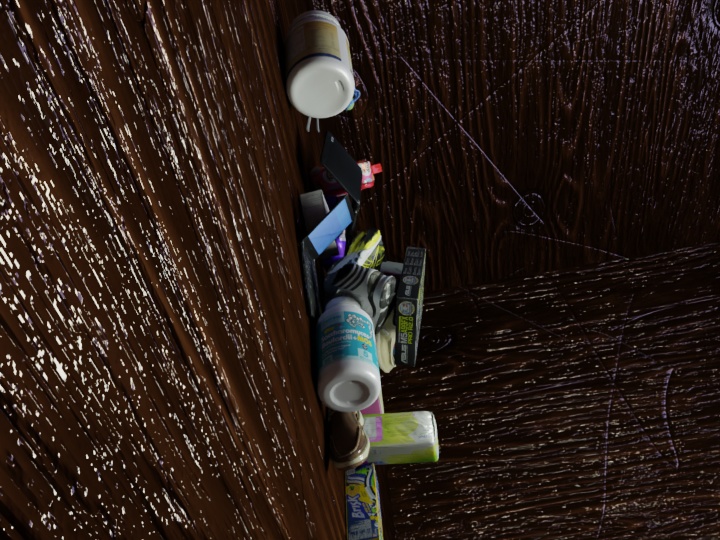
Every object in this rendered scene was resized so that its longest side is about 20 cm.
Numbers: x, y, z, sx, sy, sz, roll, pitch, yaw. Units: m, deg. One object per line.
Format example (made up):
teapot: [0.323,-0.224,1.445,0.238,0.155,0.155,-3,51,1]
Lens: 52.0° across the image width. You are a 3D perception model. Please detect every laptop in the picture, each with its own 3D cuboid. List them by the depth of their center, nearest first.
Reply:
laptop: [-0.051,-0.013,1.369,0.177,0.101,0.204,68,13,-79]
laptop: [-0.051,-0.169,1.611,0.178,0.101,0.203,-84,-172,-59]

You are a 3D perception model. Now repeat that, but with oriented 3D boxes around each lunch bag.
lunch bag: [-0.032,-0.229,1.807,0.200,0.173,0.084,-77,154,-81]

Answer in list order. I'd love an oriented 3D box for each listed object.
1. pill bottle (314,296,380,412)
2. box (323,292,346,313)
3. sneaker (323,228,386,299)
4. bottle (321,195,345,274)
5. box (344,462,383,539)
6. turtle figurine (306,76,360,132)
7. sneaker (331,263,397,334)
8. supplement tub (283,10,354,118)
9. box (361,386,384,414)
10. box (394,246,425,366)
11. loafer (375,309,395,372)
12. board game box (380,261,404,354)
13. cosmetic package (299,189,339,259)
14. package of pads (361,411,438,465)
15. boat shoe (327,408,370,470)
pill bottle: [-0.026,0.139,1.302,0.202,0.108,0.112,-98,178,-49]
box: [-0.036,0.108,1.497,0.202,0.067,0.083,-95,-164,-49]
sneaker: [0.000,0.000,1.518,0.201,0.074,0.085,-52,122,-35]
bottle: [-0.066,-0.068,1.707,0.084,0.064,0.204,8,73,-84]
box: [0.007,0.467,1.420,0.201,0.063,0.071,-94,174,-63]
turtle figurine: [-0.118,-0.470,1.894,0.196,0.198,0.144,58,34,-5]
sneaker: [0.006,0.043,1.414,0.076,0.114,0.202,-55,164,-24]
supplement tub: [-0.090,-0.437,1.556,0.146,0.141,0.203,78,4,-51]
box: [-0.010,0.222,1.594,0.201,0.095,0.178,-95,175,-55]
box: [0.102,0.070,1.512,0.201,0.043,0.163,-74,166,-58]
loafer: [0.059,0.133,1.616,0.076,0.067,0.203,-94,175,-64]
board game box: [0.034,0.080,1.678,0.064,0.145,0.204,-57,153,-60]
cosmetic package: [-0.082,-0.090,1.509,0.200,0.050,0.084,73,6,-76]
package of pads: [0.056,0.337,1.473,0.155,0.196,0.069,76,10,-60]
boat shoe: [-0.032,0.274,1.285,0.202,0.074,0.076,-118,-176,-78]
